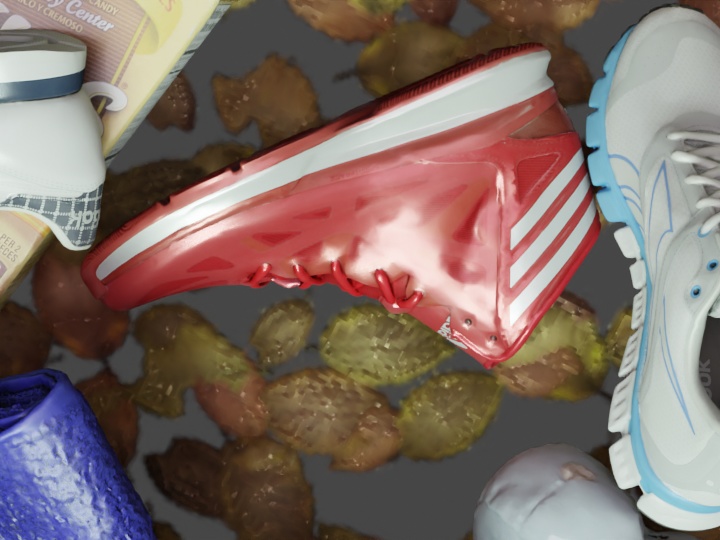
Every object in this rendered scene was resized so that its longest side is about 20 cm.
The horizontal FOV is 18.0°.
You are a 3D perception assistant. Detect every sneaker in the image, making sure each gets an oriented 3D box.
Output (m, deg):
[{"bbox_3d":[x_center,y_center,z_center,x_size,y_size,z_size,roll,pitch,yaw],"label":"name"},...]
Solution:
[{"bbox_3d":[-0.193,-0.039,0.824,0.199,0.076,0.081,-4,107,6],"label":"sneaker"},{"bbox_3d":[0.000,0.000,0.873,0.200,0.078,0.116,-24,95,6],"label":"sneaker"},{"bbox_3d":[0.134,-0.010,0.834,0.075,0.087,0.201,2,72,-17],"label":"sneaker"}]

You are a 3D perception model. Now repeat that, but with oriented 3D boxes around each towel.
[{"bbox_3d":[-0.118,0.128,0.849,0.147,0.050,0.200,-4,122,46],"label":"towel"}]

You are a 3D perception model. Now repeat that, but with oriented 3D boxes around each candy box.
[{"bbox_3d":[-0.155,-0.062,0.881,0.115,0.055,0.200,37,99,-3],"label":"candy box"}]

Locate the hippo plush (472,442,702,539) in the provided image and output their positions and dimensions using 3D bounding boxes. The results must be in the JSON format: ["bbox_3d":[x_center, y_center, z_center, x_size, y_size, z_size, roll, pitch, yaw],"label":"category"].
[{"bbox_3d":[0.072,0.152,0.848,0.200,0.159,0.161,43,86,15],"label":"hippo plush"}]
